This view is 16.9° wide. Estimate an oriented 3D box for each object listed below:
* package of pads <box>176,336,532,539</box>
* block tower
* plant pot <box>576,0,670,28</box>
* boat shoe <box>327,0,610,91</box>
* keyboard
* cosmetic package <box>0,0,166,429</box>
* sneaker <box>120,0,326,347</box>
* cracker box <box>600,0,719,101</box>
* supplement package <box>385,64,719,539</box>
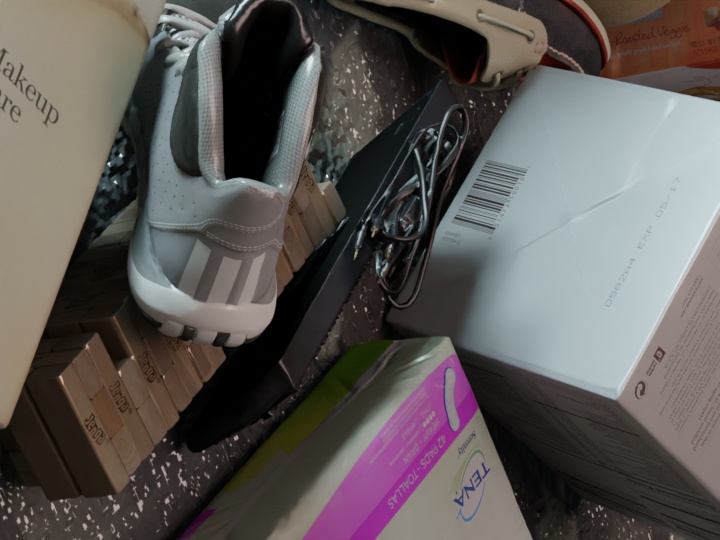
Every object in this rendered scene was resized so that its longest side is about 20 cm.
[{"bbox_3d":[0.004,0.140,1.039,0.200,0.068,0.155,-46,120,-49],"label":"package of pads"},{"bbox_3d":[-0.078,0.010,0.961,0.200,0.054,0.058,-51,124,-49],"label":"block tower"},{"bbox_3d":[0.098,-0.219,1.182,0.200,0.187,0.187,61,37,-43],"label":"plant pot"},{"bbox_3d":[0.051,-0.121,1.168,0.200,0.071,0.063,30,65,-47],"label":"boat shoe"},{"bbox_3d":[0.000,0.000,1.031,0.040,0.104,0.200,39,47,-12],"label":"keyboard"},{"bbox_3d":[-0.149,-0.050,0.856,0.104,0.073,0.200,47,48,-40],"label":"cosmetic package"},{"bbox_3d":[-0.048,-0.077,0.921,0.075,0.116,0.200,6,45,-19],"label":"sneaker"},{"bbox_3d":[0.200,-0.123,1.330,0.200,0.134,0.058,5,79,-55],"label":"cracker box"},{"bbox_3d":[0.149,0.027,1.169,0.200,0.151,0.152,43,73,-43],"label":"supplement package"}]
